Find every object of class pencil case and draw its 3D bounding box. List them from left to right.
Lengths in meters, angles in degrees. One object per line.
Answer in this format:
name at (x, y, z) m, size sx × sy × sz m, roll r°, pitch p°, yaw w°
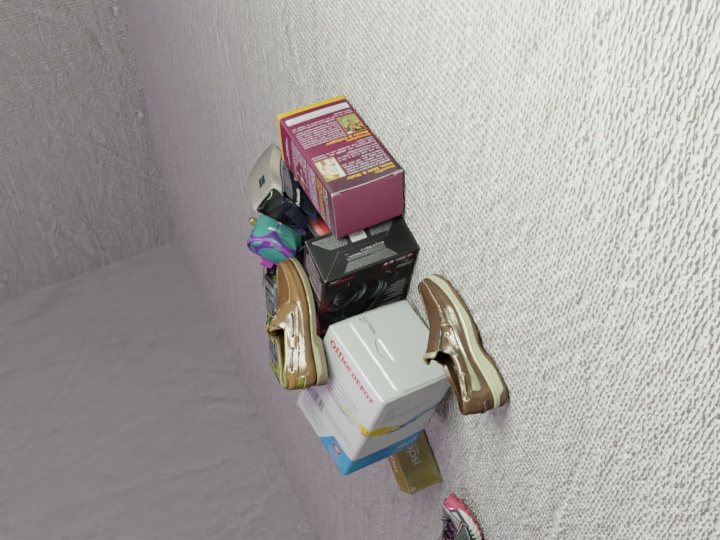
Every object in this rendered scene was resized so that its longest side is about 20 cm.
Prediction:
pencil case at (-0.111, -0.106, 1.544) m, size 0.092 × 0.085 × 0.201 m, roll -43°, pitch 24°, yaw 63°

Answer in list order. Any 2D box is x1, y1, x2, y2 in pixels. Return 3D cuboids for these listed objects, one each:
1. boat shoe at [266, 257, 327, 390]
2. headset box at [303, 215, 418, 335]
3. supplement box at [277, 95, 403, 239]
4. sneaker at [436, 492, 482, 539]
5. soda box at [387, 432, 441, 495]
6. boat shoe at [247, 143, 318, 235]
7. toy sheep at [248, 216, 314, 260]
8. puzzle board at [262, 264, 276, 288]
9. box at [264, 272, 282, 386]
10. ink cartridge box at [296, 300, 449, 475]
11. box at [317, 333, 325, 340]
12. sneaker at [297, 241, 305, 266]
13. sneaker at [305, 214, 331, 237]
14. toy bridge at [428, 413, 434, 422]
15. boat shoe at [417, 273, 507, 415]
boat shoe at (-0.102, 0.074, 1.390) m, size 0.072 × 0.068 × 0.201 m, roll 114°, pitch 144°, yaw -61°
headset box at (-0.006, 0.010, 1.429) m, size 0.200 × 0.148 × 0.077 m, roll 100°, pitch 147°, yaw -60°
supplement box at (-0.030, -0.152, 1.375) m, size 0.086 × 0.110 × 0.200 m, roll 86°, pitch 157°, yaw -46°
sneaker at (0.155, 0.451, 1.586) m, size 0.081 × 0.074 × 0.201 m, roll -129°, pitch 25°, yaw -49°
soda box at (0.071, 0.284, 1.677) m, size 0.201 × 0.064 × 0.068 m, roll 69°, pitch 164°, yaw -1°
boat shoe at (-0.115, -0.120, 1.462) m, size 0.093 × 0.075 × 0.200 m, roll 34°, pitch -158°, yaw -22°
toy sheep at (-0.142, -0.054, 1.837) m, size 0.200 × 0.137 × 0.138 m, roll -104°, pitch 4°, yaw -53°
puzzle board at (-0.122, -0.084, 1.683) m, size 0.017 × 0.200 × 0.151 m, roll 20°, pitch 143°, yaw 8°
box at (-0.123, 0.090, 1.561) m, size 0.200 × 0.044 × 0.161 m, roll -157°, pitch 63°, yaw -79°
ink cartridge box at (0.021, 0.175, 1.437) m, size 0.147 × 0.146 × 0.200 m, roll 54°, pitch 142°, yaw 26°
box at (-0.007, 0.120, 1.594) m, size 0.200 × 0.050 × 0.075 m, roll 44°, pitch 141°, yaw 5°
sneaker at (-0.094, -0.012, 1.685) m, size 0.200 × 0.083 × 0.072 m, roll -37°, pitch -70°, yaw -74°
sneaker at (-0.025, -0.075, 1.536) m, size 0.071 × 0.098 × 0.200 m, roll 52°, pitch -174°, yaw 7°
toy bridge at (0.092, 0.155, 1.506) m, size 0.067 × 0.027 × 0.201 m, roll 38°, pitch 144°, yaw 60°
boat shoe at (0.116, 0.097, 1.265) m, size 0.075 × 0.075 × 0.203 m, roll 97°, pitch 148°, yaw -59°
